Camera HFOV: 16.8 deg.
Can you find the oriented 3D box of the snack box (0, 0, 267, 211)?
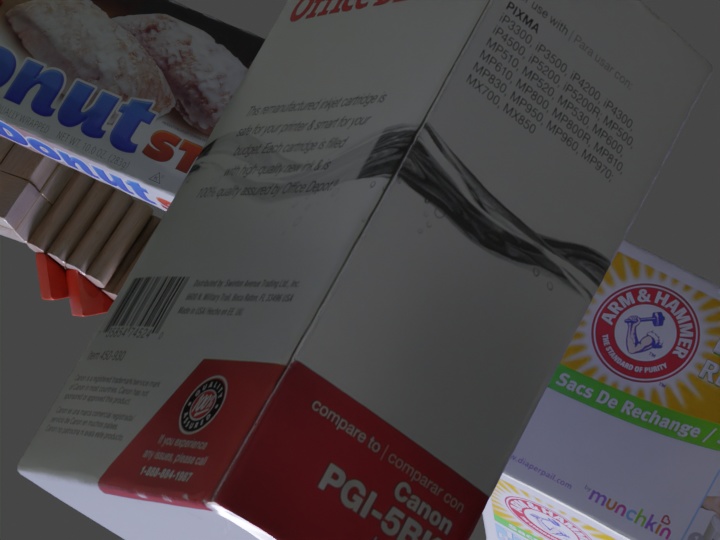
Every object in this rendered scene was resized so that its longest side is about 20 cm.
[{"bbox_3d":[-0.083,-0.067,0.920,0.200,0.072,0.024,24,163,24],"label":"snack box"}]

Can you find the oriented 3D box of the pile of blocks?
[{"bbox_3d":[-0.111,0.007,1.190,0.200,0.062,0.082,31,163,4],"label":"pile of blocks"}]

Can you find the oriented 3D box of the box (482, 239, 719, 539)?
[{"bbox_3d":[0.151,0.088,0.891,0.200,0.101,0.113,27,162,17],"label":"box"}]

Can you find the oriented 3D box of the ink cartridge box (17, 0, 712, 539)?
[{"bbox_3d":[0.000,0.000,0.748,0.083,0.200,0.147,36,163,-24],"label":"ink cartridge box"}]
